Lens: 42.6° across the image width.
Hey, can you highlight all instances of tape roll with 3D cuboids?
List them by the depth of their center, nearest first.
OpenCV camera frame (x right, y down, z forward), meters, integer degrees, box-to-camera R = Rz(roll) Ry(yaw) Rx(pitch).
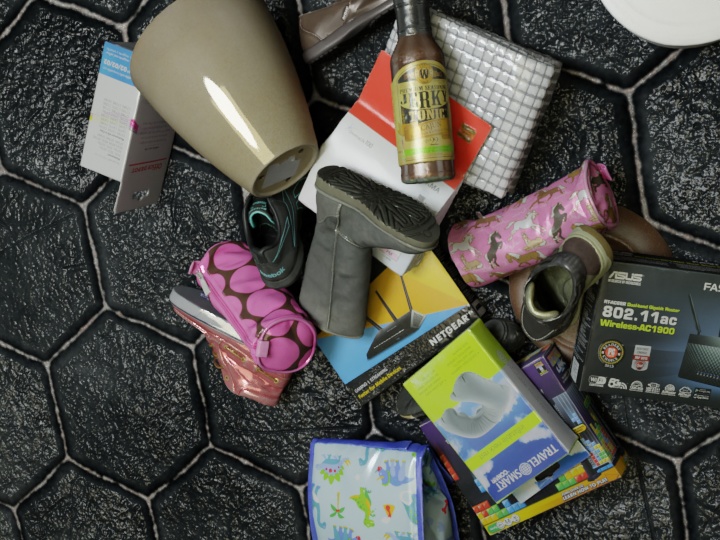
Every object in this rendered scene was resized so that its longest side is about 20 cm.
[{"bbox_3d":[0.333,-0.329,0.931,0.199,0.139,0.207,4,103,17],"label":"tape roll"}]

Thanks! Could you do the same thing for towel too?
[{"bbox_3d":[0.114,-0.199,1.064,0.198,0.085,0.168,28,117,17],"label":"towel"}]

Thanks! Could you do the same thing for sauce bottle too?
[{"bbox_3d":[0.063,-0.196,0.992,0.064,0.065,0.204,-6,94,20],"label":"sauce bottle"}]

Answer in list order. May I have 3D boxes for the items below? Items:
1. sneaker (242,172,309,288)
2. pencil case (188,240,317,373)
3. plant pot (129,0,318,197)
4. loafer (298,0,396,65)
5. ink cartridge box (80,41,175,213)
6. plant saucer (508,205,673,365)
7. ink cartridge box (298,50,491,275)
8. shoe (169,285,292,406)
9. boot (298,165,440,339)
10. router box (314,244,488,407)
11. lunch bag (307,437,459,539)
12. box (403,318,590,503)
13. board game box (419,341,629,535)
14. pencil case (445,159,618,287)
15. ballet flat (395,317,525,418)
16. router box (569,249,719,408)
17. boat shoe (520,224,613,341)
[{"bbox_3d":[-0.103,-0.082,1.127,0.074,0.079,0.203,-14,61,16],"label":"sneaker"},{"bbox_3d":[-0.136,0.045,1.150,0.200,0.093,0.092,42,114,44],"label":"pencil case"},{"bbox_3d":[-0.139,-0.192,1.075,0.187,0.187,0.201,-40,74,22],"label":"plant pot"},{"bbox_3d":[0.002,-0.318,1.082,0.198,0.073,0.072,-27,91,21],"label":"loafer"},{"bbox_3d":[-0.292,-0.185,1.190,0.067,0.115,0.203,21,107,14],"label":"ink cartridge box"},{"bbox_3d":[0.270,0.023,1.083,0.197,0.037,0.204,4,102,19],"label":"plant saucer"},{"bbox_3d":[0.034,-0.119,1.058,0.162,0.057,0.202,37,127,13],"label":"ink cartridge box"},{"bbox_3d":[-0.179,0.102,1.235,0.198,0.071,0.092,27,106,8],"label":"shoe"},{"bbox_3d":[0.002,0.000,1.056,0.181,0.072,0.203,34,128,33],"label":"boot"},{"bbox_3d":[0.037,0.053,1.159,0.199,0.051,0.150,-38,85,21],"label":"router box"},{"bbox_3d":[0.027,0.306,1.168,0.168,0.127,0.203,-3,110,30],"label":"lunch bag"},{"bbox_3d":[0.156,0.172,1.070,0.201,0.048,0.122,51,121,6],"label":"box"},{"bbox_3d":[0.195,0.207,1.119,0.199,0.057,0.166,-35,89,32],"label":"board game box"},{"bbox_3d":[0.195,-0.051,1.046,0.198,0.082,0.088,-24,76,35],"label":"pencil case"},{"bbox_3d":[0.122,0.129,1.147,0.199,0.056,0.067,-39,45,27],"label":"ballet flat"},{"bbox_3d":[0.343,0.065,1.021,0.196,0.062,0.153,6,105,0],"label":"router box"},{"bbox_3d":[0.205,0.025,0.998,0.072,0.065,0.202,51,155,18],"label":"boat shoe"}]
